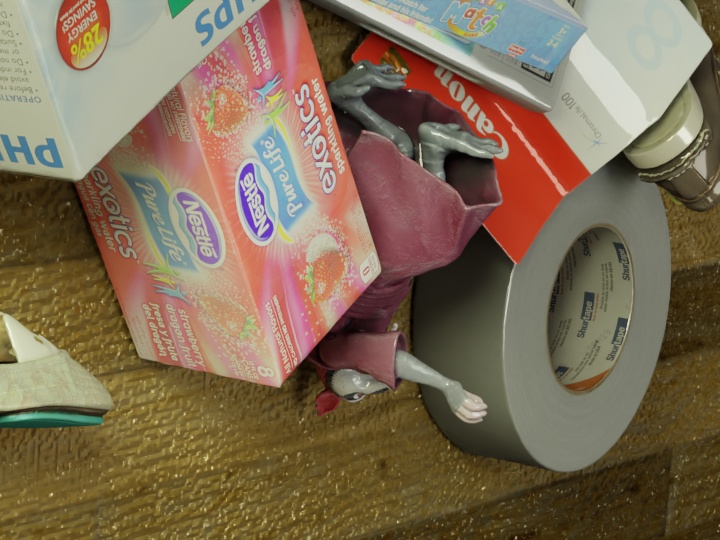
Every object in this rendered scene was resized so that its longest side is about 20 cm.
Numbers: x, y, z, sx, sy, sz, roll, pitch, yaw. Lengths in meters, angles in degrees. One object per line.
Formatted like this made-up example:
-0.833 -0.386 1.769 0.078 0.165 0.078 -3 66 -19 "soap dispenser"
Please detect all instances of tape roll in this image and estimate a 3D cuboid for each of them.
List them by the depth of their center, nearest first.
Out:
0.112 0.019 1.771 0.200 0.066 0.200 -19 113 -52 "tape roll"

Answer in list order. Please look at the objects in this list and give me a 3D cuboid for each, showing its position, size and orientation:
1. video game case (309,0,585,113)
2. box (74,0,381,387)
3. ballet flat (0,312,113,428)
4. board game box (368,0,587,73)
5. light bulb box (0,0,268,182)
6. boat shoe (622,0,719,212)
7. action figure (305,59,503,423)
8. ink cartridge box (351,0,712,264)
0.062 -0.212 1.618 0.182 0.024 0.200 24 78 -33 "video game case"
-0.075 -0.054 1.444 0.103 0.095 0.200 -48 135 -38 "box"
-0.182 0.044 1.339 0.200 0.067 0.062 0 88 -57 "ballet flat"
0.008 -0.187 1.441 0.151 0.200 0.037 16 122 -49 "board game box"
-0.141 -0.177 1.287 0.198 0.125 0.200 -48 134 -39 "light bulb box"
0.194 -0.104 1.795 0.060 0.072 0.200 49 20 -22 "boat shoe"
0.000 0.000 1.566 0.149 0.134 0.200 8 123 -22 "action figure"
0.101 -0.127 1.675 0.160 0.047 0.200 51 51 -17 "ink cartridge box"
